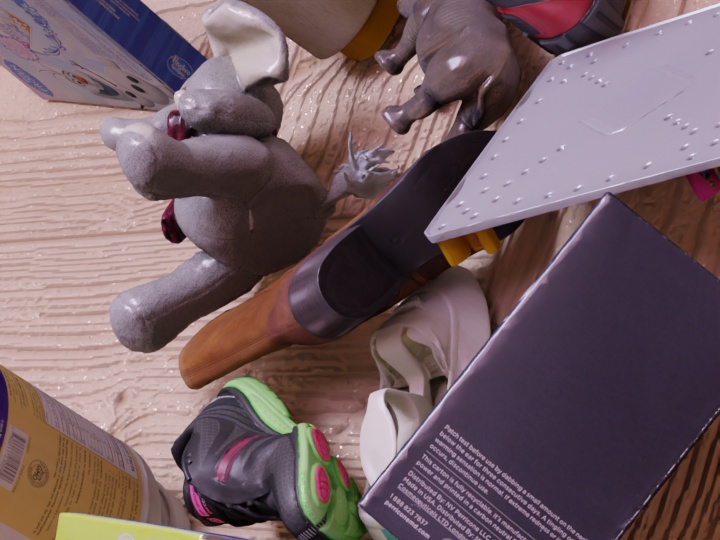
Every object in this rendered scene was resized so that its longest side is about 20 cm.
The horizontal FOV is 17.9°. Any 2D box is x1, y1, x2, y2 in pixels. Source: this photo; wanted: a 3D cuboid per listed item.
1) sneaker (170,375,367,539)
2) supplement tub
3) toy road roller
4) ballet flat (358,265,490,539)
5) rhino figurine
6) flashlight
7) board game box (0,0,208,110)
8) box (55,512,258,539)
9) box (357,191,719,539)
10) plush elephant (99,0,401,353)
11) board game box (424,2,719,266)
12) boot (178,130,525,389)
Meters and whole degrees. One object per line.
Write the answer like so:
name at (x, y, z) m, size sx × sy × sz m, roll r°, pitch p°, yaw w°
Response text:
sneaker at (-0.055, 0.123, 1.305) m, size 0.084 × 0.077 × 0.200 m, roll -36°, pitch 19°, yaw -10°
supplement tub at (-0.211, 0.144, 1.367) m, size 0.145 × 0.200 × 0.146 m, roll -25°, pitch 46°, yaw 29°
toy road roller at (-0.025, -0.245, 1.551) m, size 0.146 × 0.123 × 0.200 m, roll 3°, pitch 62°, yaw 63°
ballet flat at (0.032, 0.069, 1.289) m, size 0.069 × 0.069 × 0.201 m, roll -20°, pitch 48°, yaw 34°
rhino figurine at (0.056, -0.146, 1.431) m, size 0.087 × 0.060 × 0.200 m, roll -45°, pitch 27°, yaw 23°
flashlight at (0.076, -0.196, 1.338) m, size 0.068 × 0.200 × 0.068 m, roll -33°, pitch 43°, yaw 26°
board game box at (-0.231, -0.188, 1.642) m, size 0.199 × 0.200 × 0.043 m, roll 9°, pitch 65°, yaw 47°
box at (-0.068, 0.164, 1.205) m, size 0.122 × 0.200 × 0.048 m, roll 0°, pitch 78°, yaw 45°
box at (0.103, 0.072, 1.099) m, size 0.104 × 0.200 × 0.182 m, roll 40°, pitch 91°, yaw 8°
plush elephant at (-0.092, -0.075, 1.446) m, size 0.199 × 0.165 × 0.155 m, roll -20°, pitch 44°, yaw -20°
board game box at (0.155, -0.083, 1.249) m, size 0.200 × 0.026 × 0.200 m, roll -15°, pitch 25°, yaw 38°
boot at (0.000, 0.000, 1.368) m, size 0.188 × 0.069 × 0.200 m, roll -44°, pitch 7°, yaw -29°
